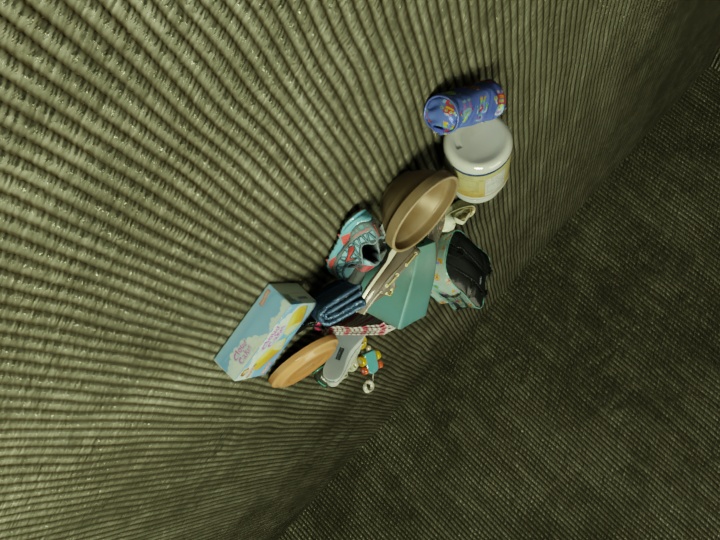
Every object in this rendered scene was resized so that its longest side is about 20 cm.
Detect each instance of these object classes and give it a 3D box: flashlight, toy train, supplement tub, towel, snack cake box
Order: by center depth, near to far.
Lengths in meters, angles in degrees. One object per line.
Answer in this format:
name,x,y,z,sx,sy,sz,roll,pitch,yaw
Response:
snack cake box,-0.187,0.121,1.394,0.200,0.067,0.115,-53,162,15
towel,-0.057,0.062,1.466,0.111,0.049,0.200,-30,-169,-8
supplement tub,0.254,-0.241,1.528,0.144,0.144,0.200,-45,162,-7
flashlight,0.000,0.000,1.587,0.067,0.068,0.200,2,145,-18
towel,0.019,0.129,1.770,0.146,0.199,0.030,-21,104,-55
toy train,-0.027,0.251,1.969,0.200,0.056,0.151,43,64,-30

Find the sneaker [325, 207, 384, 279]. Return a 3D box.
sneaker,-0.008,-0.031,1.438,0.079,0.096,0.200,-34,160,-33

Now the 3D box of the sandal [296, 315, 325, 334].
sandal,-0.084,0.106,1.636,0.200,0.045,0.075,-22,149,-53

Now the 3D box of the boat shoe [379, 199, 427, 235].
boat shoe,0.116,-0.131,1.579,0.200,0.057,0.069,-48,162,2

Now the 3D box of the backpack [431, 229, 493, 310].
backpack,0.243,-0.007,1.864,0.200,0.153,0.176,44,55,-43

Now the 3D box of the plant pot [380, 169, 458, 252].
plant pot,0.107,-0.144,1.475,0.201,0.093,0.201,-41,161,-18

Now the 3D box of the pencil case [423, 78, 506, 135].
pencil case,0.206,-0.317,1.363,0.200,0.078,0.087,-28,131,-45

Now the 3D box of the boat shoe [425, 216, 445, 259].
boat shoe,0.156,-0.090,1.737,0.076,0.072,0.201,-19,127,-48

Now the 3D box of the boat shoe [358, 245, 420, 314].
boat shoe,0.059,0.019,1.563,0.200,0.059,0.072,-57,-177,-3

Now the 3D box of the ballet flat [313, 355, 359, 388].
ballet flat,-0.051,0.274,2.022,0.200,0.068,0.068,-35,169,-33

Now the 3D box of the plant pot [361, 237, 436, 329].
plant pot,0.097,0.008,1.696,0.141,0.141,0.201,-20,130,-56

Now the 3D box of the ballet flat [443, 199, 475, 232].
ballet flat,0.235,-0.138,1.829,0.200,0.069,0.070,-30,155,-43

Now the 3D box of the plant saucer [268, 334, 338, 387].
plant saucer,-0.137,0.231,1.737,0.200,0.032,0.200,-34,166,-9

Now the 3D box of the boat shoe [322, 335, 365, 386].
boat shoe,-0.038,0.223,1.865,0.086,0.074,0.202,88,23,-58
